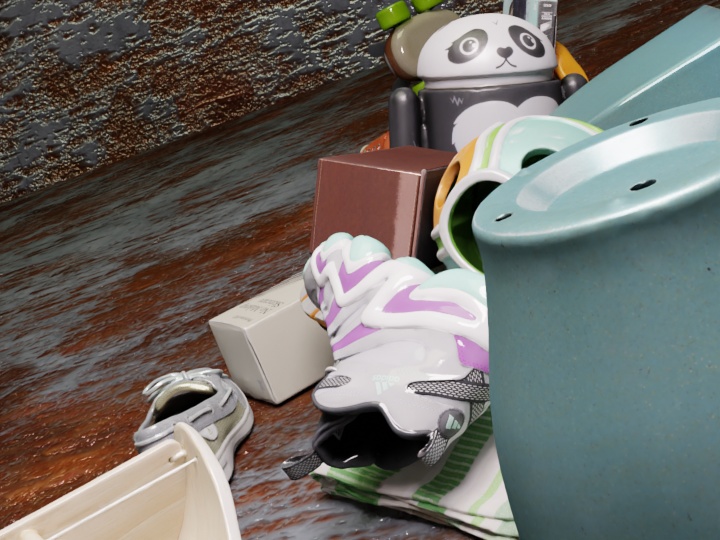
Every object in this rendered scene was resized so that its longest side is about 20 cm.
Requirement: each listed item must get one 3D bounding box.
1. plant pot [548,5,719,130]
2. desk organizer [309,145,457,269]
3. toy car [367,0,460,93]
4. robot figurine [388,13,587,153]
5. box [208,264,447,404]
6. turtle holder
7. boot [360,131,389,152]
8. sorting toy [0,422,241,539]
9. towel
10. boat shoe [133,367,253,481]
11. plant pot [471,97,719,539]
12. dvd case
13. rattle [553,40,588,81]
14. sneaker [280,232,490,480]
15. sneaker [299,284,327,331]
[{"bbox_3d":[0.211,-0.081,0.957,0.199,0.142,0.141,-28,13,8],"label":"plant pot"},{"bbox_3d":[0.037,-0.049,0.938,0.077,0.072,0.200,10,11,19],"label":"desk organizer"},{"bbox_3d":[0.079,-0.366,2.210,0.157,0.165,0.200,-30,6,-30],"label":"toy car"},{"bbox_3d":[0.111,-0.114,1.087,0.124,0.201,0.150,3,12,36],"label":"robot figurine"},{"bbox_3d":[-0.014,0.028,1.036,0.199,0.069,0.082,-29,15,-25],"label":"box"},{"bbox_3d":[0.124,-0.013,0.829,0.141,0.186,0.132,-33,-12,29],"label":"turtle holder"},{"bbox_3d":[0.042,-0.137,1.581,0.107,0.075,0.200,-22,5,14],"label":"boot"},{"bbox_3d":[-0.122,0.181,0.593,0.199,0.107,0.180,-27,22,-20],"label":"sorting toy"},{"bbox_3d":[0.063,0.072,0.721,0.200,0.023,0.153,0,53,56],"label":"towel"},{"bbox_3d":[-0.124,0.106,0.924,0.074,0.065,0.202,-21,14,7],"label":"boat shoe"},{"bbox_3d":[0.136,0.040,0.509,0.199,0.189,0.200,-21,13,5],"label":"plant pot"},{"bbox_3d":[0.151,-0.153,1.206,0.022,0.201,0.146,0,13,-6],"label":"dvd case"},{"bbox_3d":[0.277,-0.160,1.133,0.199,0.144,0.130,-22,-25,40],"label":"rattle"},{"bbox_3d":[-0.004,0.057,0.727,0.140,0.078,0.200,-53,28,-14],"label":"sneaker"},{"bbox_3d":[0.034,0.050,0.875,0.078,0.077,0.200,-44,35,-3],"label":"sneaker"}]
